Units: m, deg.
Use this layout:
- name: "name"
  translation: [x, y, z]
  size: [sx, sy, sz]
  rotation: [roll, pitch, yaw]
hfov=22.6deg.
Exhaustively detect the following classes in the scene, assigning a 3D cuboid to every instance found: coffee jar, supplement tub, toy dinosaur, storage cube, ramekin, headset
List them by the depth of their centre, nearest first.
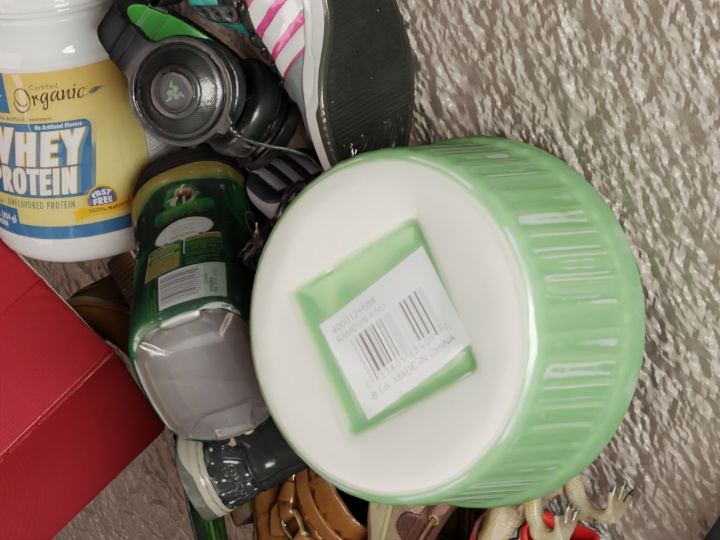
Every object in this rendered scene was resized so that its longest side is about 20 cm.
- name: "ramekin"
  translation: [0.038, 0.028, 0.938]
  size: [0.199, 0.097, 0.201]
  rotation: [0, 91, 34]
- name: "toy dinosaur"
  translation: [0.095, 0.117, 1.006]
  size: [0.101, 0.058, 0.201]
  rotation: [21, 95, 48]
- name: "headset"
  translation: [-0.092, -0.091, 1.108]
  size: [0.200, 0.123, 0.094]
  rotation: [46, 109, 33]
- name: "coffee jar"
  translation: [-0.098, 0.008, 1.139]
  size: [0.200, 0.085, 0.105]
  rotation: [-99, -11, -56]
- name: "supplement tub"
  translation: [-0.202, -0.123, 1.262]
  size: [0.144, 0.144, 0.201]
  rotation: [27, 132, 48]
- name: "storage cube"
  translation: [-0.277, 0.097, 1.332]
  size: [0.171, 0.180, 0.200]
  rotation: [41, 166, 21]

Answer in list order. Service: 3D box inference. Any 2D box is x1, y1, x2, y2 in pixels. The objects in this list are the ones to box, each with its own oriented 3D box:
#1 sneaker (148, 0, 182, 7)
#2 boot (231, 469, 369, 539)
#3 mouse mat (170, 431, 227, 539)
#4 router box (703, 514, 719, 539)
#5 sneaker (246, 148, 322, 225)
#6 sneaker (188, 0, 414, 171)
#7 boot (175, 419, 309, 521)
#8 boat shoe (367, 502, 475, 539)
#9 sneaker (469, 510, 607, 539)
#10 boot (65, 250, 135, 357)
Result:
- name: "sneaker"
  translation: [-0.151, -0.255, 1.123]
  size: [0.201, 0.111, 0.073]
  rotation: [57, 148, 17]
- name: "boot"
  translation: [-0.019, 0.197, 1.241]
  size: [0.155, 0.076, 0.201]
  rotation: [-39, 60, 53]
- name: "mouse mat"
  translation: [-0.116, 0.117, 1.240]
  size: [0.161, 0.007, 0.201]
  rotation: [-93, -9, -82]
- name: "router box"
  translation: [0.233, 0.220, 0.886]
  size: [0.200, 0.051, 0.150]
  rotation: [51, 145, 26]
- name: "sneaker"
  translation: [0.000, 0.000, 1.110]
  size: [0.200, 0.074, 0.088]
  rotation: [47, 156, 50]
- name: "sneaker"
  translation: [-0.042, -0.141, 1.049]
  size: [0.120, 0.083, 0.201]
  rotation: [-2, 101, 53]
- name: "boot"
  translation: [-0.036, 0.064, 1.177]
  size: [0.204, 0.153, 0.074]
  rotation: [-86, -29, -51]
- name: "boat shoe"
  translation: [0.044, 0.198, 1.163]
  size: [0.072, 0.072, 0.201]
  rotation: [38, 137, 35]
- name: "sneaker"
  translation: [0.066, 0.193, 1.081]
  size: [0.200, 0.067, 0.109]
  rotation: [0, 109, 33]
- name: "boot"
  translation: [-0.153, 0.066, 1.400]
  size: [0.156, 0.077, 0.200]
  rotation: [59, 144, 3]
